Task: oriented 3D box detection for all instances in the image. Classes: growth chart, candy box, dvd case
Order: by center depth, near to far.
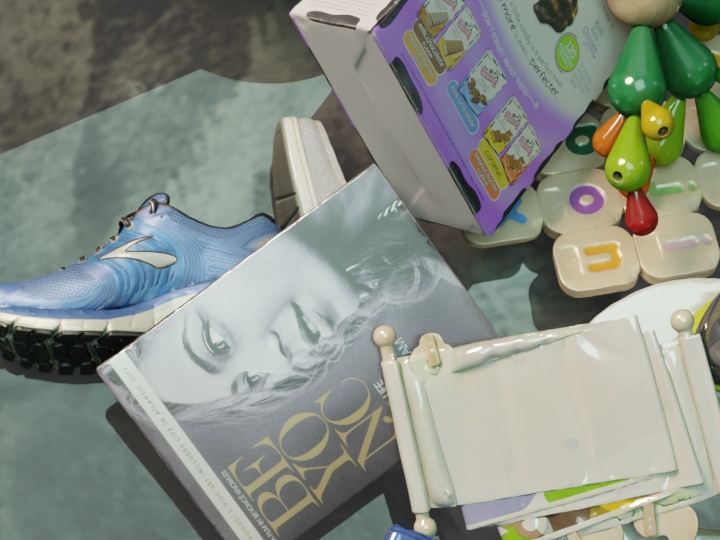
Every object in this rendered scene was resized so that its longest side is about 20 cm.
[{"bbox_3d":[0.112,0.094,1.458,0.199,0.018,0.145,-6,96,11],"label":"growth chart"},{"bbox_3d":[-0.028,0.057,1.484,0.200,0.016,0.149,-36,95,-4],"label":"dvd case"},{"bbox_3d":[0.074,-0.151,1.495,0.071,0.168,0.200,16,58,43],"label":"candy box"}]

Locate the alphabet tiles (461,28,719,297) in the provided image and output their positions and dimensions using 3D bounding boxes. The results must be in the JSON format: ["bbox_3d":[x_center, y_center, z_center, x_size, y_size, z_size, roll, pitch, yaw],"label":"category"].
[{"bbox_3d":[0.147,-0.078,1.564,0.195,0.015,0.201,-10,63,-6],"label":"alphabet tiles"}]

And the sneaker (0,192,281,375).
[{"bbox_3d":[-0.135,0.006,1.527,0.199,0.079,0.089,-7,70,-14],"label":"sneaker"}]

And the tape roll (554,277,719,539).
[{"bbox_3d":[0.200,0.109,1.521,0.202,0.071,0.203,1,77,-4],"label":"tape roll"}]

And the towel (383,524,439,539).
[{"bbox_3d":[0.047,0.258,1.459,0.145,0.024,0.201,27,68,-32],"label":"towel"}]

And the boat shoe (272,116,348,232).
[{"bbox_3d":[0.001,0.000,1.534,0.065,0.074,0.202,-20,83,-14],"label":"boat shoe"}]

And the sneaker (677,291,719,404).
[{"bbox_3d":[0.263,-0.002,1.473,0.074,0.081,0.200,41,76,6],"label":"sneaker"}]

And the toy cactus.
[{"bbox_3d":[0.186,-0.132,1.504,0.200,0.102,0.165,-46,118,-26],"label":"toy cactus"}]
